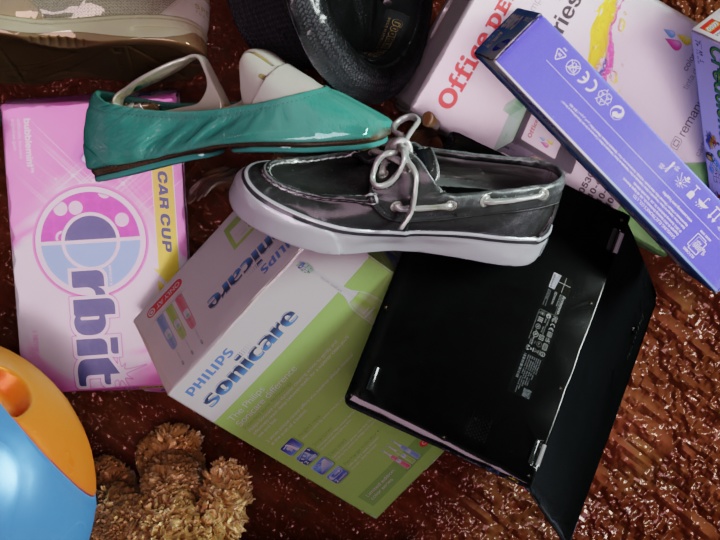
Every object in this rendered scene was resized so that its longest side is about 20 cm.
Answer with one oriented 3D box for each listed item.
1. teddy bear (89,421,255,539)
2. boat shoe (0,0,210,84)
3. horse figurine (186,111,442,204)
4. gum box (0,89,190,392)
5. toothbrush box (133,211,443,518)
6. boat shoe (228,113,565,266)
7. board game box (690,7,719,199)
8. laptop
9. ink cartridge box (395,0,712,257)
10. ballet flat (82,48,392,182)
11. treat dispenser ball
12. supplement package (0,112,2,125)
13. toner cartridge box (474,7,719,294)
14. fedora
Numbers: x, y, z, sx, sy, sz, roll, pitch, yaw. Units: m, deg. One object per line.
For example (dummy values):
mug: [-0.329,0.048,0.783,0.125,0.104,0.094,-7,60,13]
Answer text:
teddy bear: [-0.132,0.169,1.369,0.145,0.200,0.067,-12,128,7]
boat shoe: [-0.194,-0.161,1.339,0.199,0.072,0.065,2,67,1]
horse figurine: [-0.009,-0.068,1.385,0.199,0.133,0.050,-4,79,16]
gum box: [-0.169,-0.015,1.396,0.113,0.066,0.201,-3,98,-3]
toothbrush box: [-0.019,0.047,1.358,0.146,0.086,0.200,-47,129,11]
boat shoe: [0.025,-0.049,1.246,0.199,0.074,0.068,9,127,-14]
board game box: [0.274,-0.102,1.369,0.126,0.035,0.200,-37,135,-23]
laptop: [0.097,0.048,1.358,0.200,0.116,0.188,25,73,-10]
ink cartridge box: [0.143,-0.121,1.401,0.200,0.084,0.145,29,94,-8]
ballet flat: [-0.081,-0.099,1.302,0.199,0.067,0.071,-6,99,17]
treat dispenser ball: [-0.262,0.138,1.306,0.200,0.201,0.202,-1,98,-5]
supplement package: [-0.331,-0.046,1.353,0.117,0.117,0.200,36,94,-8]
toner cartridge box: [0.158,-0.076,1.318,0.043,0.095,0.200,-45,99,2]
fedora: [-0.031,-0.200,1.356,0.091,0.200,0.201,-9,100,30]
